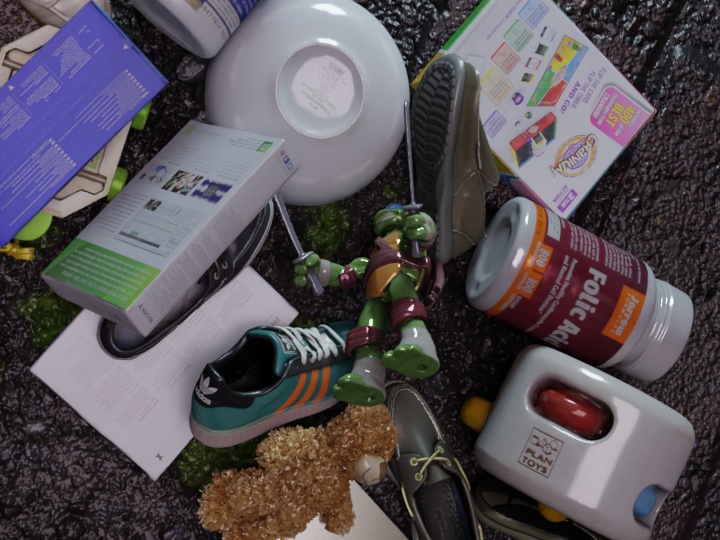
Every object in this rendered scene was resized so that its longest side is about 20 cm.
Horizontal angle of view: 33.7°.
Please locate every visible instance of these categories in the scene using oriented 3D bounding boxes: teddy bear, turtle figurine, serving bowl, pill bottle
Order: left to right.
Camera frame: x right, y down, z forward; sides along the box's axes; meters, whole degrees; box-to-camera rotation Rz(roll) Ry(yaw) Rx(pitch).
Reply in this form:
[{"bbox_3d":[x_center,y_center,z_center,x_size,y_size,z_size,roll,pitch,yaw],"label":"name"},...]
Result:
[{"bbox_3d":[-0.116,-0.301,1.045,0.119,0.120,0.201,39,83,-12],"label":"pill bottle"},{"bbox_3d":[-0.051,0.192,1.058,0.197,0.067,0.147,-15,120,-15],"label":"teddy bear"},{"bbox_3d":[-0.043,-0.162,1.095,0.197,0.066,0.204,0,91,-14],"label":"serving bowl"},{"bbox_3d":[0.000,0.000,1.024,0.141,0.201,0.196,-9,53,9],"label":"turtle figurine"},{"bbox_3d":[0.209,0.023,1.135,0.198,0.114,0.116,26,86,-12],"label":"pill bottle"}]

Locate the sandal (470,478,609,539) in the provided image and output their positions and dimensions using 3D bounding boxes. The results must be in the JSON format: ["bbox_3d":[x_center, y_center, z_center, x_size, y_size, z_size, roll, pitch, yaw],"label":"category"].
[{"bbox_3d":[0.187,0.269,1.168,0.199,0.080,0.058,28,110,-10],"label":"sandal"}]

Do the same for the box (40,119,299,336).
[{"bbox_3d":[-0.161,-0.042,1.004,0.200,0.143,0.037,-48,129,-22],"label":"box"}]

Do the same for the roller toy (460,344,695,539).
[{"bbox_3d":[0.202,0.166,1.103,0.198,0.182,0.141,28,86,-13],"label":"roller toy"}]

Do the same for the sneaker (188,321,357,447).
[{"bbox_3d":[-0.062,0.083,1.047,0.198,0.081,0.071,-26,55,-37],"label":"sneaker"}]

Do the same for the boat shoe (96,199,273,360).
[{"bbox_3d":[-0.148,-0.001,1.022,0.200,0.066,0.070,-42,101,-10],"label":"boat shoe"}]

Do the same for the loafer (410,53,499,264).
[{"bbox_3d":[0.090,-0.105,1.112,0.069,0.075,0.203,-11,121,-25],"label":"loafer"}]

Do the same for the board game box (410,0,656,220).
[{"bbox_3d":[0.170,-0.168,1.158,0.200,0.040,0.153,44,82,-11],"label":"board game box"}]

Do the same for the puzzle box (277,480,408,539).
[{"bbox_3d":[-0.057,0.290,1.126,0.200,0.025,0.133,-43,101,-9],"label":"puzzle box"}]

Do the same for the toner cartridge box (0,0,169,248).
[{"bbox_3d":[-0.265,-0.124,1.008,0.200,0.043,0.095,-45,104,-3],"label":"toner cartridge box"}]

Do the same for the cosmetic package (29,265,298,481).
[{"bbox_3d":[-0.176,0.062,1.076,0.151,0.052,0.200,43,81,-10],"label":"cosmetic package"}]

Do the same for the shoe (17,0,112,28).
[{"bbox_3d":[-0.295,-0.283,1.034,0.070,0.053,0.200,-44,103,-8],"label":"shoe"}]

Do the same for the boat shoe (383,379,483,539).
[{"bbox_3d":[0.068,0.200,1.123,0.071,0.060,0.205,-17,87,-23],"label":"boat shoe"}]

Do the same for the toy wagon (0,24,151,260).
[{"bbox_3d":[-0.279,-0.110,1.049,0.153,0.040,0.203,18,93,-13],"label":"toy wagon"}]
